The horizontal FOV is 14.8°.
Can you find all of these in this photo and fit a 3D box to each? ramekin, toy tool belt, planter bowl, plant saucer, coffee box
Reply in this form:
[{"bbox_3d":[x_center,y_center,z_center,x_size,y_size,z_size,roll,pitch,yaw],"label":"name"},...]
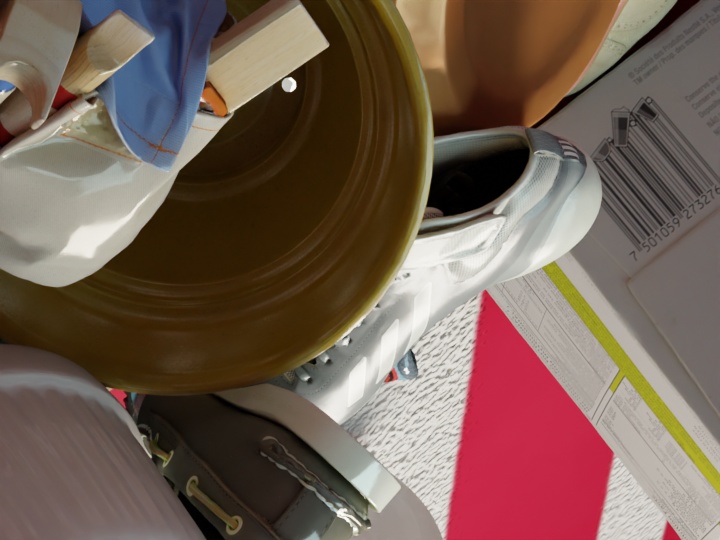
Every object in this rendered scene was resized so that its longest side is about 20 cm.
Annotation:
[{"bbox_3d":[-0.137,0.136,0.968,0.200,0.105,0.201,-29,142,-25],"label":"ramekin"},{"bbox_3d":[-0.118,-0.088,0.873,0.200,0.125,0.123,27,133,-32],"label":"toy tool belt"},{"bbox_3d":[-0.068,-0.062,1.009,0.201,0.200,0.084,-52,-173,22],"label":"planter bowl"},{"bbox_3d":[0.062,-0.134,1.104,0.200,0.037,0.201,-41,143,-42],"label":"plant saucer"},{"bbox_3d":[0.192,-0.008,1.344,0.199,0.200,0.198,-36,170,-10],"label":"coffee box"}]

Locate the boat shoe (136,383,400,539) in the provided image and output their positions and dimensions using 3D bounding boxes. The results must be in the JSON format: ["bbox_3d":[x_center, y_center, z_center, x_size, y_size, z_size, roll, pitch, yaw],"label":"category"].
[{"bbox_3d":[-0.051,0.079,1.052,0.060,0.072,0.202,-51,-162,-12],"label":"boat shoe"}]

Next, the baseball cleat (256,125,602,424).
[{"bbox_3d":[0.000,0.000,1.114,0.200,0.070,0.106,-38,152,17],"label":"baseball cleat"}]

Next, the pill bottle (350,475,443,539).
[{"bbox_3d":[-0.045,0.199,1.496,0.104,0.104,0.200,-5,137,-52],"label":"pill bottle"}]

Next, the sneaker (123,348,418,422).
[{"bbox_3d":[-0.018,0.019,1.254,0.200,0.096,0.079,-40,155,-4],"label":"sneaker"}]

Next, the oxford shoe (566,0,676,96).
[{"bbox_3d":[0.126,-0.156,1.225,0.074,0.071,0.200,-20,157,-53],"label":"oxford shoe"}]

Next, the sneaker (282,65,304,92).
[{"bbox_3d":[-0.050,-0.069,1.100,0.199,0.081,0.115,-47,152,-5],"label":"sneaker"}]

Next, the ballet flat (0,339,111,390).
[{"bbox_3d":[-0.082,0.003,1.192,0.199,0.068,0.067,-28,172,-17],"label":"ballet flat"}]
